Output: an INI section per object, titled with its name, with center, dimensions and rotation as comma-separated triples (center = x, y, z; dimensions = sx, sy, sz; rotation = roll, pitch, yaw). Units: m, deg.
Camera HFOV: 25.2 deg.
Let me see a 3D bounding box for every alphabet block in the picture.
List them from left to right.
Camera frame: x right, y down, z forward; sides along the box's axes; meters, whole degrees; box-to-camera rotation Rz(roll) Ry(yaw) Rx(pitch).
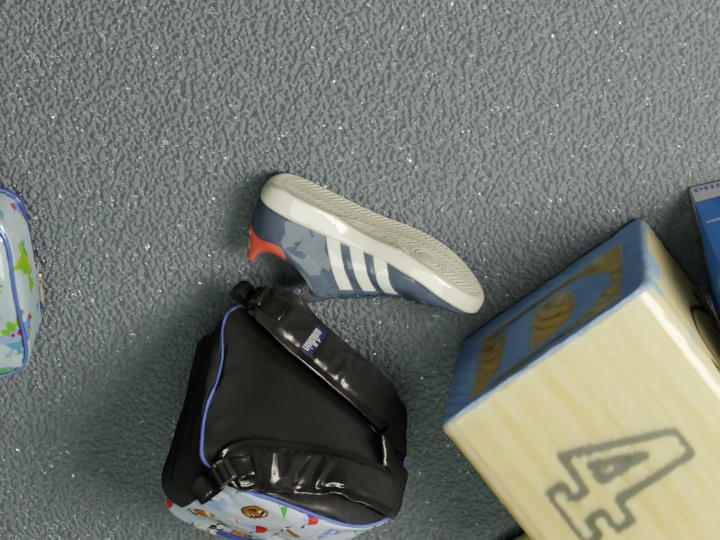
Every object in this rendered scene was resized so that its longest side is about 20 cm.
[alphabet block]
center = 0.203, 0.112, 1.265
dimensions = 0.196, 0.195, 0.200
rotation = -36, 99, 18

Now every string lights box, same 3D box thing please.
[string lights box]
center = 0.300, 0.013, 1.226
dimensions = 0.059, 0.200, 0.103
rotation = -13, 115, 9

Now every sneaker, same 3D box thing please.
[sneaker]
center = 0.000, 0.000, 1.305
dimensions = 0.199, 0.075, 0.085
rotation = 27, 112, 1

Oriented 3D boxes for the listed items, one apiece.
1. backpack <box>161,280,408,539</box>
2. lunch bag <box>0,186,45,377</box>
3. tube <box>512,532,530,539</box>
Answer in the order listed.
[backpack]
center = -0.059, 0.144, 1.314
dimensions = 0.190, 0.201, 0.154
rotation = 24, 145, -17
[lunch bag]
center = -0.364, 0.008, 1.315
dimensions = 0.199, 0.083, 0.162
rotation = -4, 116, 4
[tube]
center = 0.201, 0.227, 1.410
dimensions = 0.199, 0.052, 0.058
rotation = -32, 107, 16
